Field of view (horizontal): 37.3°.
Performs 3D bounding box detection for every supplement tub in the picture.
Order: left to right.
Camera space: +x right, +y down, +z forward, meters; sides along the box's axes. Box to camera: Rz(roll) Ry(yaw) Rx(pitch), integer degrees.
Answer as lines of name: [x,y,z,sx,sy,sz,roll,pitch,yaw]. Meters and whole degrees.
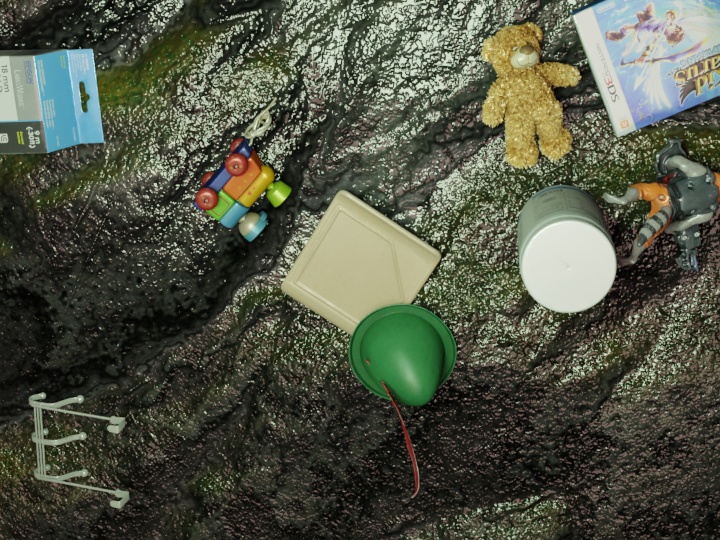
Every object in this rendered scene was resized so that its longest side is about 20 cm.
supplement tub: [0.283,-0.034,1.480,0.129,0.200,0.134,2,109,7]

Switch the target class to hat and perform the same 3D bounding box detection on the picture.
hat: [0.074,0.176,1.575,0.165,0.177,0.200,-36,113,16]

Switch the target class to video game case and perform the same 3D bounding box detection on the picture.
video game case: [0.411,-0.306,1.456,0.197,0.046,0.183,-22,105,14]

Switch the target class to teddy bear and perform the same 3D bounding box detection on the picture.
teddy bear: [0.236,-0.241,1.490,0.142,0.067,0.203,3,109,4]

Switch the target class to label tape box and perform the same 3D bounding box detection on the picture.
label tape box: [-0.495,-0.252,1.590,0.196,0.063,0.147,0,109,8]

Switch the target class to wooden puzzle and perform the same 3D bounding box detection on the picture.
wooden puzzle: [0.000,0.000,1.622,0.184,0.037,0.201,32,114,-4]

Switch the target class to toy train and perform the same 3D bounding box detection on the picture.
toy train: [-0.146,-0.143,1.572,0.115,0.085,0.200,39,109,-17]

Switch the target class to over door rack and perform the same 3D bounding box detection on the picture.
over door rack: [-0.454,0.290,1.750,0.197,0.066,0.150,11,111,27]

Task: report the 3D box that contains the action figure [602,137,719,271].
action figure: [0.444,-0.070,1.489,0.191,0.105,0.202,-26,109,-11]
